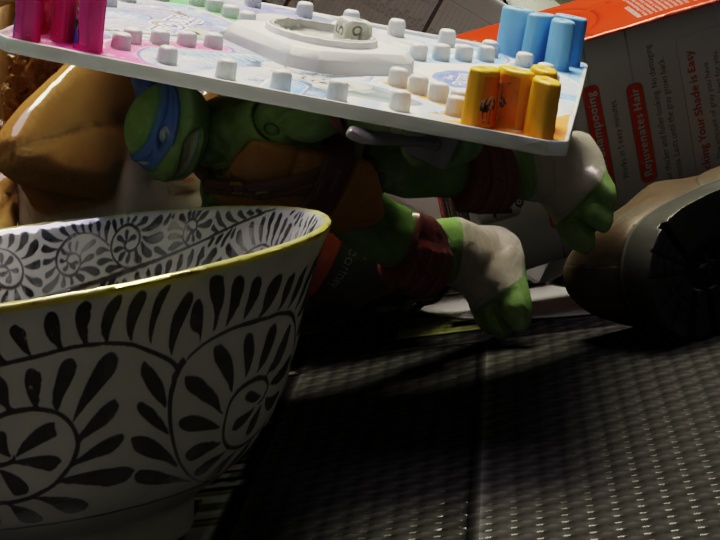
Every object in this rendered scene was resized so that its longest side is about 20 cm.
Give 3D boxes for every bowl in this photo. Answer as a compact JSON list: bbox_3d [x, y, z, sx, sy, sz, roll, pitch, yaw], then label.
[{"bbox_3d":[-0.101,0.042,0.744,0.199,0.095,0.201,-8,9,1],"label":"bowl"}]

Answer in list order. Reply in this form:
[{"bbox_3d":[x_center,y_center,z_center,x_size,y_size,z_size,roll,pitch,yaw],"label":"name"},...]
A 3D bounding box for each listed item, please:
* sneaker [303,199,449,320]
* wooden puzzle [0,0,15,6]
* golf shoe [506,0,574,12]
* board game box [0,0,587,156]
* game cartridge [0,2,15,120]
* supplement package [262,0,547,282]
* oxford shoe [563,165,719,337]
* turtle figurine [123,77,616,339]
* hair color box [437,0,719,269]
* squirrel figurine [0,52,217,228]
[{"bbox_3d":[0.000,0.000,1.101,0.081,0.078,0.200,23,0,-3],"label":"sneaker"},{"bbox_3d":[-0.125,-0.179,1.148,0.184,0.047,0.200,-19,12,19],"label":"wooden puzzle"},{"bbox_3d":[0.115,-0.098,1.282,0.088,0.200,0.077,-34,44,6],"label":"golf shoe"},{"bbox_3d":[-0.014,-0.089,0.873,0.198,0.026,0.200,11,14,5],"label":"board game box"},{"bbox_3d":[-0.196,-0.051,1.176,0.199,0.033,0.176,-28,56,-22],"label":"game cartridge"},{"bbox_3d":[0.019,-0.095,1.164,0.199,0.114,0.110,30,0,-13],"label":"supplement package"},{"bbox_3d":[0.167,-0.024,1.019,0.199,0.073,0.084,-14,8,-37],"label":"oxford shoe"},{"bbox_3d":[0.006,-0.005,0.916,0.193,0.145,0.200,8,15,-33],"label":"turtle figurine"},{"bbox_3d":[0.130,-0.075,1.065,0.198,0.102,0.061,-17,24,-10],"label":"hair color box"},{"bbox_3d":[-0.129,-0.030,1.045,0.186,0.141,0.201,-24,31,43],"label":"squirrel figurine"}]
